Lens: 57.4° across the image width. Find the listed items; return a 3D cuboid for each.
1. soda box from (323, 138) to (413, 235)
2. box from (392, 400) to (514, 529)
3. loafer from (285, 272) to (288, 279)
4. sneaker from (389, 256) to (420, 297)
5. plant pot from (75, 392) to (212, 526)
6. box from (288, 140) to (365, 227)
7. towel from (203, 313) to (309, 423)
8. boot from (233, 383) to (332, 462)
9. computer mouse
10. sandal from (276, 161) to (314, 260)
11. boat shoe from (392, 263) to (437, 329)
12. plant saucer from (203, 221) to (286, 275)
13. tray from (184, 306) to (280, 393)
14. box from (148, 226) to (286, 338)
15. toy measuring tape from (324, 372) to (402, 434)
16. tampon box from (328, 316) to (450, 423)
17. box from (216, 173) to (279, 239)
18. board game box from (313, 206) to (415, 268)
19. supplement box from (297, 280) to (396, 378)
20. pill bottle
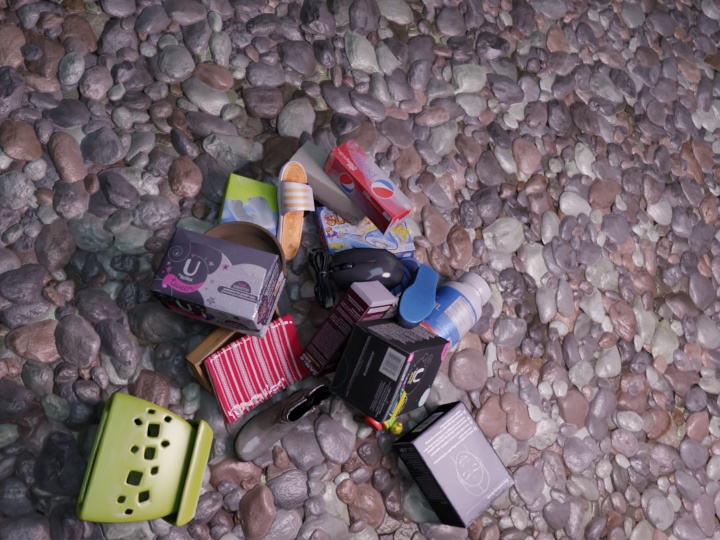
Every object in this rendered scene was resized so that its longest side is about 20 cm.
[{"bbox_3d":[0.015,-0.174,1.361,0.070,0.064,0.200,-34,75,-31],"label":"soda box"},{"bbox_3d":[0.190,0.396,1.353,0.148,0.107,0.201,-31,86,-25],"label":"box"},{"bbox_3d":[-0.243,0.023,1.313,0.198,0.076,0.068,-16,73,-18],"label":"loafer"},{"bbox_3d":[0.062,0.029,1.426,0.199,0.082,0.074,-33,86,-27],"label":"sneaker"},{"bbox_3d":[-0.365,0.331,1.124,0.180,0.199,0.202,18,69,-21],"label":"plant pot"},{"bbox_3d":[-0.060,-0.188,1.425,0.199,0.069,0.082,34,55,5],"label":"box"},{"bbox_3d":[-0.194,0.187,1.269,0.199,0.022,0.146,-28,114,-33],"label":"towel"},{"bbox_3d":[-0.151,0.282,1.247,0.199,0.131,0.068,-37,89,-25],"label":"boot"},{"bbox_3d":[0.000,0.000,1.346,0.198,0.053,0.140,-6,65,-14],"label":"computer mouse"},{"bbox_3d":[-0.128,-0.120,1.365,0.079,0.059,0.209,-12,111,-47],"label":"sandal"},{"bbox_3d":[0.117,0.066,1.357,0.084,0.069,0.200,37,35,3],"label":"boat shoe"},{"bbox_3d":[-0.241,0.000,1.271,0.198,0.030,0.202,-1,67,2],"label":"plant saucer"},{"bbox_3d":[-0.241,0.134,1.275,0.037,0.099,0.200,30,60,29],"label":"tray"},{"bbox_3d":[-0.253,0.024,1.184,0.198,0.115,0.133,15,68,8],"label":"box"},{"bbox_3d":[0.013,0.265,1.346,0.200,0.074,0.074,42,65,-5],"label":"toy measuring tape"},{"bbox_3d":[0.062,0.186,1.278,0.126,0.199,0.151,28,103,27],"label":"tampon box"},{"bbox_3d":[-0.237,-0.090,1.368,0.121,0.048,0.202,14,70,-18],"label":"box"},{"bbox_3d":[0.008,-0.084,1.450,0.198,0.035,0.136,-9,66,-22],"label":"board game box"},{"bbox_3d":[-0.027,0.115,1.292,0.061,0.201,0.109,43,19,20],"label":"supplement box"},{"bbox_3d":[0.194,0.095,1.439,0.200,0.112,0.112,-42,91,-26],"label":"pill bottle"}]
